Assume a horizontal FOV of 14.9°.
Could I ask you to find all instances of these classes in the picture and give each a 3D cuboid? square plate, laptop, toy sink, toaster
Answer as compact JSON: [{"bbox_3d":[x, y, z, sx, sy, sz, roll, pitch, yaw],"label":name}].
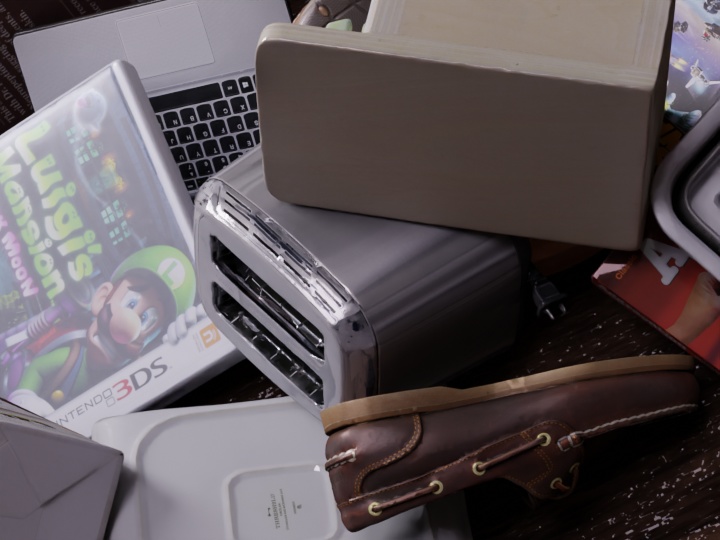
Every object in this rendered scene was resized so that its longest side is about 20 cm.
[{"bbox_3d":[-0.040,0.131,1.445,0.198,0.028,0.200,-7,44,-2],"label":"square plate"},{"bbox_3d":[-0.121,-0.051,1.627,0.187,0.200,0.116,-11,14,24],"label":"laptop"},{"bbox_3d":[0.056,-0.103,1.414,0.200,0.130,0.112,7,52,8],"label":"toy sink"},{"bbox_3d":[0.000,0.000,1.486,0.129,0.114,0.200,-31,55,-27],"label":"toaster"}]

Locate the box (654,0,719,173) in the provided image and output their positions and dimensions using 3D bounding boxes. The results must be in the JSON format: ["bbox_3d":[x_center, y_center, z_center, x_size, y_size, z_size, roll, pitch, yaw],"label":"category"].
[{"bbox_3d":[0.169,-0.125,1.512,0.137,0.040,0.200,-45,68,-5],"label":"box"}]

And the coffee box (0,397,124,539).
[{"bbox_3d":[-0.212,0.128,1.511,0.200,0.080,0.115,16,90,62],"label":"coffee box"}]

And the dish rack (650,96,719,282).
[{"bbox_3d":[0.265,-0.050,1.410,0.172,0.044,0.200,42,84,11],"label":"dish rack"}]

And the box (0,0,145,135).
[{"bbox_3d":[-0.250,-0.194,1.751,0.200,0.166,0.164,-28,38,12],"label":"box"}]

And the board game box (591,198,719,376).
[{"bbox_3d":[0.221,-0.044,1.444,0.103,0.019,0.200,36,84,12],"label":"board game box"}]

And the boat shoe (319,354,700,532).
[{"bbox_3d":[0.081,0.090,1.421,0.200,0.070,0.070,-11,75,-5],"label":"boat shoe"}]

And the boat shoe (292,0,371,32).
[{"bbox_3d":[0.030,-0.170,1.630,0.200,0.076,0.072,-36,13,-29],"label":"boat shoe"}]

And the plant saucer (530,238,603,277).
[{"bbox_3d":[0.092,-0.085,1.580,0.200,0.032,0.200,-16,52,21],"label":"plant saucer"}]

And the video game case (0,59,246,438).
[{"bbox_3d":[-0.174,0.004,1.624,0.182,0.023,0.200,-31,68,18],"label":"video game case"}]
